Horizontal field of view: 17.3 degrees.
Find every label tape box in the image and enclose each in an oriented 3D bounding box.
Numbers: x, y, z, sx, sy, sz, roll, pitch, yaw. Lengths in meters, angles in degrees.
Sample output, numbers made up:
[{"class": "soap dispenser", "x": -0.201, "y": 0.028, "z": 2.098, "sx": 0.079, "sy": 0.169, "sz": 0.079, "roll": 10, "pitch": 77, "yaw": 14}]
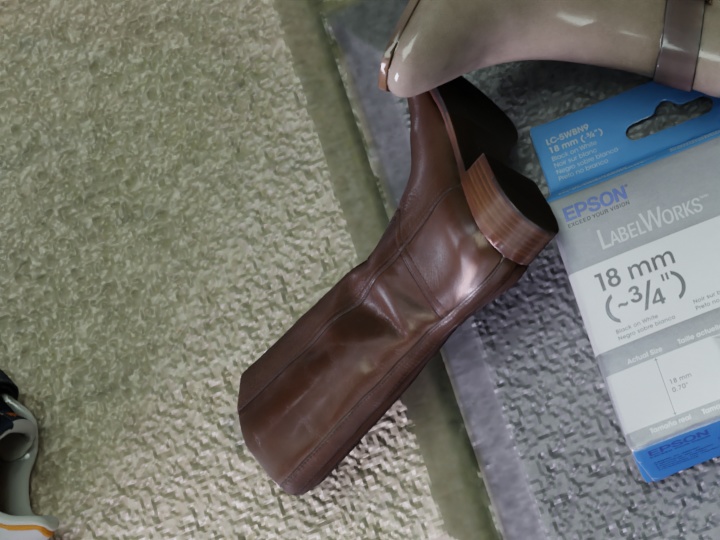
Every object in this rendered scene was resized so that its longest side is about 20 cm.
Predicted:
[{"class": "label tape box", "x": 0.168, "y": -0.019, "z": 1.142, "sx": 0.144, "sy": 0.063, "sz": 0.201, "roll": -21, "pitch": 67, "yaw": 9}]

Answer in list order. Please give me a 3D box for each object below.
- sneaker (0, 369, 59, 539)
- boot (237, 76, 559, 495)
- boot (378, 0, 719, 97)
[{"class": "sneaker", "x": -0.216, "y": 0.068, "z": 1.225, "sx": 0.079, "sy": 0.078, "sz": 0.201, "roll": -28, "pitch": 76, "yaw": 11}, {"class": "boot", "x": 0.000, "y": 0.000, "z": 1.191, "sx": 0.200, "sy": 0.064, "sz": 0.187, "roll": -49, "pitch": 29, "yaw": 19}, {"class": "boot", "x": 0.115, "y": -0.123, "z": 1.155, "sx": 0.146, "sy": 0.070, "sz": 0.200, "roll": 27, "pitch": 51, "yaw": 12}]
